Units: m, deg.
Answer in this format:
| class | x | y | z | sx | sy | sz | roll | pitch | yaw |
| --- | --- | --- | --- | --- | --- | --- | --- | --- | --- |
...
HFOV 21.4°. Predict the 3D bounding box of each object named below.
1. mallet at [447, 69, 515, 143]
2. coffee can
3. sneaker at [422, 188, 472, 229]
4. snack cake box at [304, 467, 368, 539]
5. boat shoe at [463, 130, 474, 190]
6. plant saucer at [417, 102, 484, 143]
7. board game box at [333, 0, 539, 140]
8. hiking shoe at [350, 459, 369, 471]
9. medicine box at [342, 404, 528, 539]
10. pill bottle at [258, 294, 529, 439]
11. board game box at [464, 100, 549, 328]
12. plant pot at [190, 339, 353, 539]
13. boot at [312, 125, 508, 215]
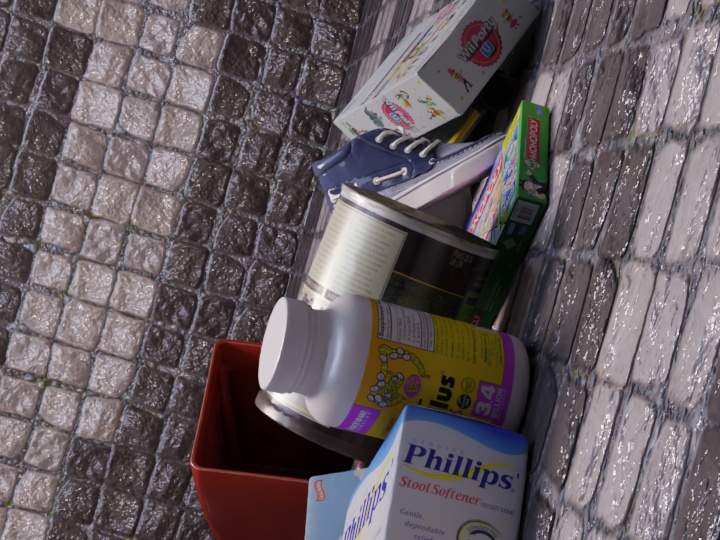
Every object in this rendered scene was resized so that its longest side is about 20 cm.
| class | x | y | z | sx | sy | sz | roll | pitch | yaw |
| --- | --- | --- | --- | --- | --- | --- | --- | --- | --- |
| mallet | 0.085 | -0.118 | 1.898 | 0.201 | 0.041 | 0.066 | -53 | 8 | 11 |
| coffee can | 0.014 | 0.046 | 1.605 | 0.146 | 0.145 | 0.202 | -123 | 54 | -81 |
| sneaker | 0.078 | 0.001 | 1.871 | 0.088 | 0.074 | 0.202 | -24 | -50 | -73 |
| snack cake box | -0.007 | 0.278 | 1.698 | 0.200 | 0.066 | 0.116 | -89 | -12 | -64 |
| boat shoe | 0.083 | -0.118 | 2.043 | 0.201 | 0.062 | 0.074 | -87 | 15 | -60 |
| plant saucer | 0.060 | -0.146 | 2.007 | 0.201 | 0.039 | 0.201 | -41 | 15 | 13 |
| board game box | 0.073 | -0.201 | 1.903 | 0.148 | 0.064 | 0.200 | -52 | 12 | -22 |
| hiking shoe | 0.030 | 0.155 | 1.819 | 0.101 | 0.075 | 0.202 | -83 | 16 | -75 |
| medicine box | 0.044 | 0.235 | 1.434 | 0.183 | 0.102 | 0.202 | 117 | 166 | -57 |
| pill bottle | 0.025 | 0.080 | 1.484 | 0.104 | 0.198 | 0.105 | -166 | 90 | -76 |
| board game box | 0.122 | -0.033 | 1.698 | 0.135 | 0.029 | 0.201 | -84 | 12 | -48 |
| plant pot | -0.087 | 0.221 | 2.200 | 0.201 | 0.197 | 0.177 | -82 | -1 | -46 |
| boot | 0.048 | -0.103 | 1.786 | 0.199 | 0.091 | 0.073 | -27 | -5 | 20 |
